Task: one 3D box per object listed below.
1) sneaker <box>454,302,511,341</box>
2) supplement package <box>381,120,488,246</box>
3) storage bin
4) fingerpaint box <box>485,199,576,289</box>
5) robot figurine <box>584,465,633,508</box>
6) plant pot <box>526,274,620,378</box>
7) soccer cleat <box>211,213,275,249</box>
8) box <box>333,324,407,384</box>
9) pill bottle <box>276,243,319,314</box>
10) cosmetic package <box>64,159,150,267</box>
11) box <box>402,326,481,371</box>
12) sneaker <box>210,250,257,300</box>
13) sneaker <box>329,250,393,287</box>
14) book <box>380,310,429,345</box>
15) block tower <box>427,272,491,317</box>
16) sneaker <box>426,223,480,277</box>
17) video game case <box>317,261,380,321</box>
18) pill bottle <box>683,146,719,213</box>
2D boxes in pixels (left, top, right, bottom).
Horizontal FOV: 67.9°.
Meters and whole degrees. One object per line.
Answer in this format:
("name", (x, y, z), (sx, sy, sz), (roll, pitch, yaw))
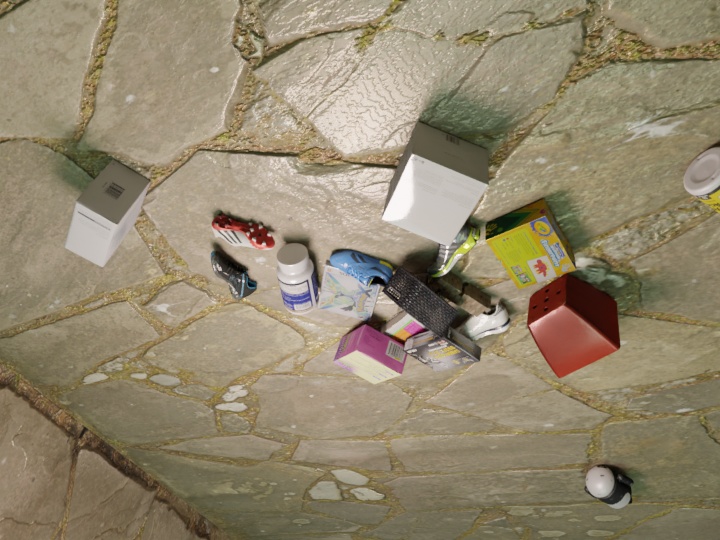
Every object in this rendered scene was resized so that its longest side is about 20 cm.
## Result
("sneaker", (0.360, 0.159, 1.640), (0.198, 0.077, 0.081), (-26, 110, 28))
("supplement package", (0.176, -0.204, 1.276), (0.188, 0.149, 0.202), (20, 135, -6))
("storage bin", (0.172, 0.090, 1.530), (0.199, 0.135, 0.094), (36, 92, -34))
("fingerpaint box", (0.444, -0.064, 1.396), (0.165, 0.074, 0.200), (-23, 124, 32))
("robot figurine", (0.977, 0.849, 2.098), (0.198, 0.125, 0.152), (33, 90, -19))
("plant pot", (0.573, 0.137, 1.482), (0.176, 0.201, 0.199), (40, 130, -10))
("soccer cleat", (-0.343, -0.100, 1.566), (0.196, 0.070, 0.086), (19, 144, 0))
("box", (0.033, 0.281, 1.770), (0.174, 0.098, 0.200), (29, 150, -14))
("pill bottle", (-0.190, 0.025, 1.607), (0.113, 0.117, 0.203), (4, 133, 10))
("cosmetic package", (-0.708, -0.159, 1.500), (0.122, 0.202, 0.200), (30, 133, -16))
("box", (0.253, 0.248, 1.673), (0.157, 0.049, 0.199), (34, 145, -23))
("sneaker", (-0.400, 0.005, 1.684), (0.080, 0.074, 0.201), (-21, 132, 9))
("sneaker", (0.000, 0.000, 1.564), (0.196, 0.079, 0.067), (16, 137, 0))
("book", (0.181, 0.216, 1.747), (0.199, 0.049, 0.133), (37, 128, -22))
("block tower", (0.290, 0.064, 1.568), (0.198, 0.055, 0.058), (30, 134, -14))
("sneaker", (0.238, -0.061, 1.462), (0.080, 0.074, 0.201), (35, 126, -7))
("video game case", (-0.037, 0.070, 1.677), (0.178, 0.022, 0.202), (15, 135, 0))
("pill bottle", (0.824, -0.174, 1.172), (0.197, 0.113, 0.112), (27, 133, -12))
